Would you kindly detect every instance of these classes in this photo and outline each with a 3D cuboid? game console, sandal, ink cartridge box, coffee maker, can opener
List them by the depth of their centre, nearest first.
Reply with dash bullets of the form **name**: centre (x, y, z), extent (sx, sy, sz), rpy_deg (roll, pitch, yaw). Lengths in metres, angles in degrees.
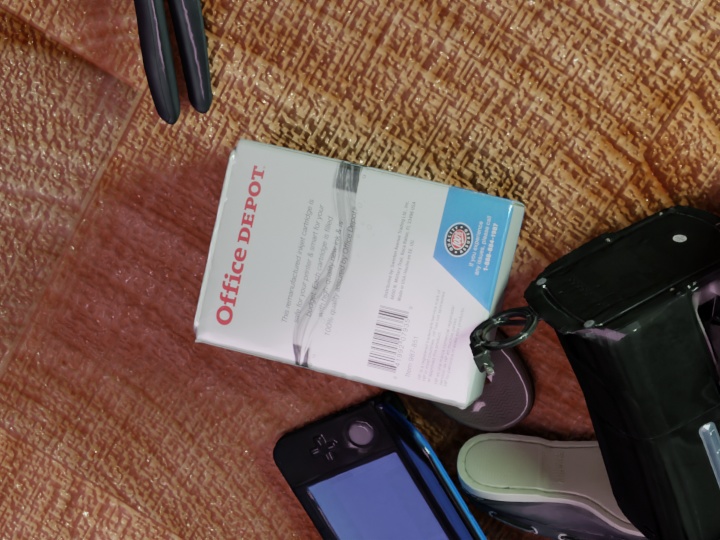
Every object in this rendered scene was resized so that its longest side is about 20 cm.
- **coffee maker**: centre (0.194, 0.083, 1.261), extent (0.192, 0.135, 0.200), rpy_deg (-16, 118, 12)
- **ink cartridge box**: centre (0.000, 0.000, 1.288), extent (0.199, 0.084, 0.146), rpy_deg (14, 94, 10)
- **can opener**: centre (-0.140, -0.201, 1.296), extent (0.063, 0.079, 0.200), rpy_deg (-24, 114, -16)
- **sandal**: centre (0.047, 0.043, 1.347), extent (0.082, 0.055, 0.200), rpy_deg (-32, 101, 24)
- **game console**: centre (0.034, 0.205, 1.392), extent (0.170, 0.118, 0.200), rpy_deg (-25, 105, 24)

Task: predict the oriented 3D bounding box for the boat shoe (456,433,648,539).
- **boat shoe**: centre (0.169, 0.172, 1.369), extent (0.199, 0.075, 0.066), rpy_deg (6, 144, 4)
